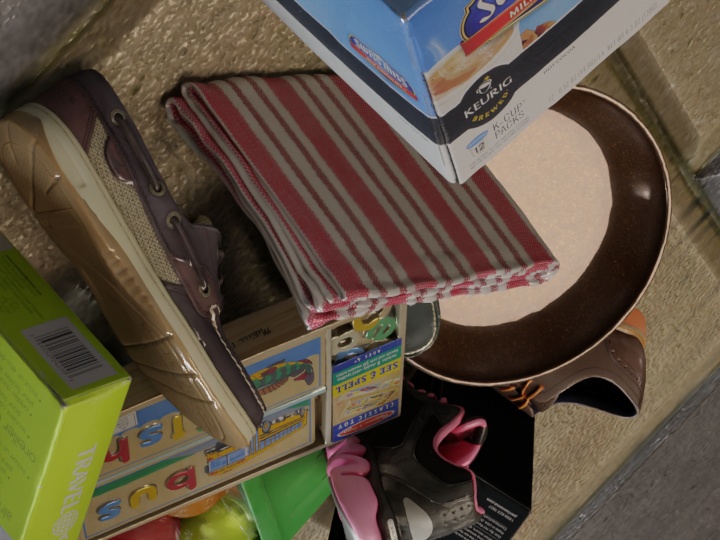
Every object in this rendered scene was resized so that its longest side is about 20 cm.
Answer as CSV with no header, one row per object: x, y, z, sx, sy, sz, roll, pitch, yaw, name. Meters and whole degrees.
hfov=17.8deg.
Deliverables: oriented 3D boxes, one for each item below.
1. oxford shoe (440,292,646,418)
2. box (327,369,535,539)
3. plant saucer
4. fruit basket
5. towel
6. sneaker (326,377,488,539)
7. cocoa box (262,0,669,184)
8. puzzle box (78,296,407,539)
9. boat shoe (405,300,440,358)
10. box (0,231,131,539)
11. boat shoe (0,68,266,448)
0.099,0.049,1.450,0.199,0.073,0.071,10,150,-23,oxford shoe
0.044,0.141,1.461,0.141,0.079,0.200,-53,-172,20,box
0.090,-0.026,1.372,0.199,0.037,0.202,-9,119,-17,plant saucer
-0.118,0.132,1.334,0.199,0.094,0.186,-29,150,-8,fruit basket
0.004,-0.041,1.183,0.199,0.147,0.030,-8,147,-51,towel
0.026,0.097,1.319,0.095,0.200,0.079,-18,120,3,sneaker
0.014,-0.165,0.959,0.133,0.200,0.131,-40,152,-10,cocoa box
-0.069,0.073,1.202,0.199,0.026,0.133,-22,152,-14,puzzle box
0.000,0.000,1.277,0.073,0.062,0.200,-36,138,-2,boat shoe
-0.185,0.092,1.121,0.047,0.122,0.201,-18,143,-41,box
-0.095,-0.005,1.088,0.065,0.072,0.201,-42,111,-23,boat shoe
